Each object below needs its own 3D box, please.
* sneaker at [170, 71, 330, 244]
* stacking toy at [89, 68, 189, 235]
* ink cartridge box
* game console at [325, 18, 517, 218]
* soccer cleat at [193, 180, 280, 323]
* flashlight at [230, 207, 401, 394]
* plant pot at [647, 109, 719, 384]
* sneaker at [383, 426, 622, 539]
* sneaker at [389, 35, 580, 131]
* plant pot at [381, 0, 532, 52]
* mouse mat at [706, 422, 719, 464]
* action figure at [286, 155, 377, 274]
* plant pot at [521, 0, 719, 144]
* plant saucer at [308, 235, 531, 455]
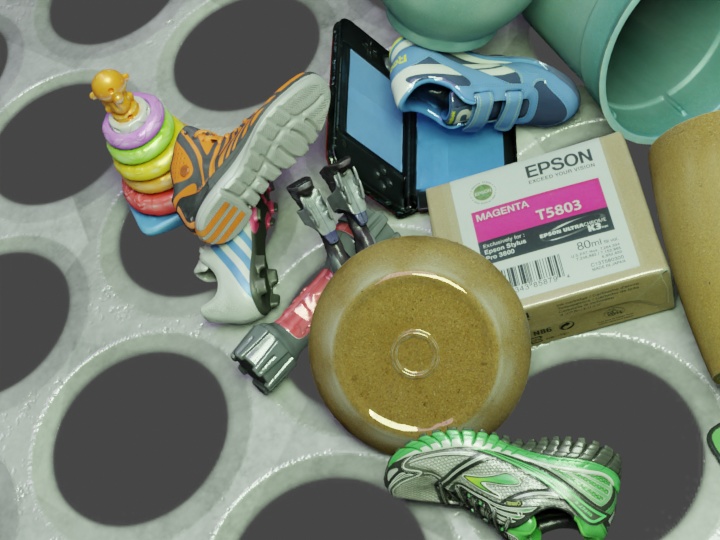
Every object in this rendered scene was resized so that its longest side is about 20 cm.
[{"bbox_3d":[-0.123,-0.132,1.126,0.200,0.078,0.112,-49,52,1],"label":"sneaker"},{"bbox_3d":[-0.231,-0.143,1.190,0.116,0.200,0.110,-29,54,0],"label":"stacking toy"},{"bbox_3d":[0.172,-0.022,1.051,0.199,0.075,0.166,-17,55,10],"label":"ink cartridge box"},{"bbox_3d":[0.064,-0.168,1.161,0.118,0.172,0.201,-25,48,35],"label":"game console"},{"bbox_3d":[-0.134,-0.035,1.168,0.086,0.070,0.201,-13,55,12],"label":"soccer cleat"},{"bbox_3d":[-0.044,0.023,1.096,0.068,0.068,0.200,43,71,1],"label":"flashlight"},{"bbox_3d":[0.336,-0.009,0.935,0.185,0.186,0.202,-3,70,18],"label":"plant pot"},{"bbox_3d":[0.113,0.182,0.936,0.198,0.078,0.086,1,59,19],"label":"sneaker"},{"bbox_3d":[0.121,-0.173,1.130,0.198,0.074,0.083,11,52,-1],"label":"sneaker"},{"bbox_3d":[0.090,-0.299,1.090,0.199,0.135,0.201,4,50,-5],"label":"plant pot"},{"bbox_3d":[0.402,0.150,0.900,0.199,0.008,0.161,-26,54,0],"label":"mouse mat"},{"bbox_3d":[0.000,0.000,1.048,0.130,0.201,0.069,-30,11,-23],"label":"action figure"},{"bbox_3d":[0.265,-0.260,1.112,0.200,0.201,0.196,-33,45,-4],"label":"plant pot"},{"bbox_3d":[0.049,0.071,0.983,0.199,0.035,0.202,1,97,9],"label":"plant saucer"}]
